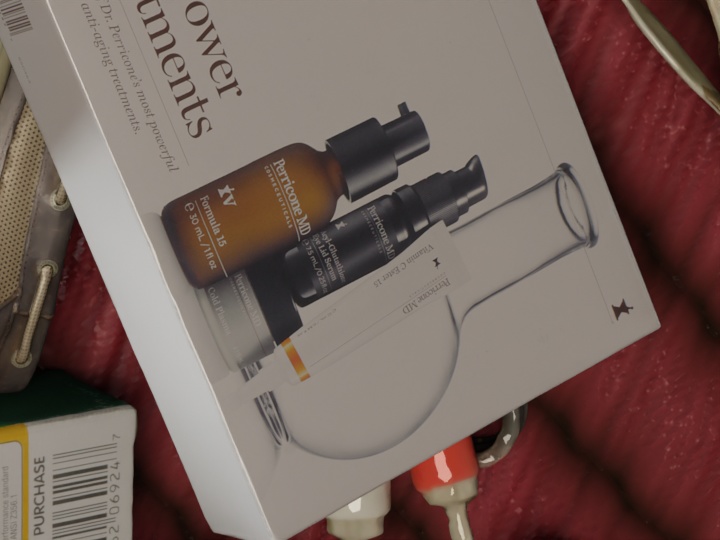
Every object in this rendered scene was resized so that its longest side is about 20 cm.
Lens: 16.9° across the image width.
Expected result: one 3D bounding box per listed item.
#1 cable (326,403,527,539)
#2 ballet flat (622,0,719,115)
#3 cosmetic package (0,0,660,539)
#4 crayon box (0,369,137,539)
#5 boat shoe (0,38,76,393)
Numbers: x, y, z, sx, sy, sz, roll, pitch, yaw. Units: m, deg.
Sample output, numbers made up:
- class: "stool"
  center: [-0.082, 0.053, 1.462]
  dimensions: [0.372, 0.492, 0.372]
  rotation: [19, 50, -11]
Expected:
- class: "cable"
  center: [0.000, 0.000, 0.778]
  dimensions: [0.096, 0.050, 0.201]
  rotation: [-8, 103, 1]
- class: "ballet flat"
  center: [0.095, -0.117, 0.735]
  dimensions: [0.062, 0.067, 0.201]
  rotation: [-24, 101, 20]
- class: "cosmetic package"
  center: [-0.011, -0.041, 0.731]
  dimensions: [0.150, 0.052, 0.201]
  rotation: [-28, 102, -26]
- class: "crayon box"
  center: [-0.167, 0.110, 0.760]
  dimensions: [0.199, 0.051, 0.127]
  rotation: [-9, 108, -37]
- class: "boat shoe"
  center: [-0.103, -0.053, 0.772]
  dimensions: [0.073, 0.074, 0.201]
  rotation: [19, 102, -27]
